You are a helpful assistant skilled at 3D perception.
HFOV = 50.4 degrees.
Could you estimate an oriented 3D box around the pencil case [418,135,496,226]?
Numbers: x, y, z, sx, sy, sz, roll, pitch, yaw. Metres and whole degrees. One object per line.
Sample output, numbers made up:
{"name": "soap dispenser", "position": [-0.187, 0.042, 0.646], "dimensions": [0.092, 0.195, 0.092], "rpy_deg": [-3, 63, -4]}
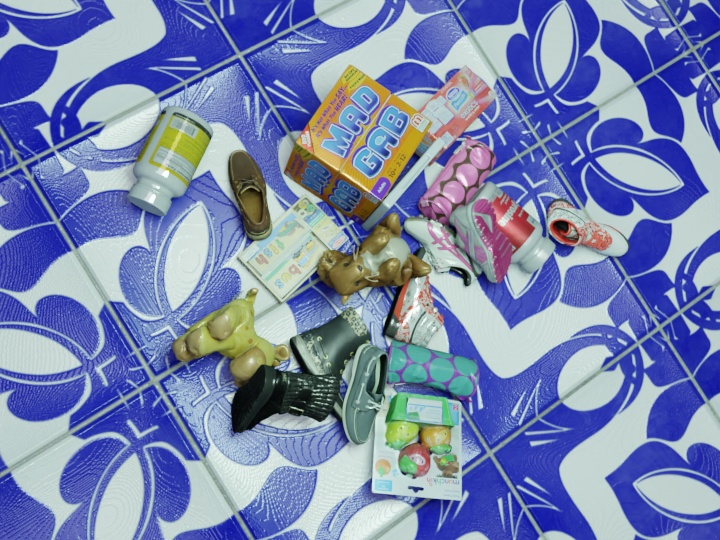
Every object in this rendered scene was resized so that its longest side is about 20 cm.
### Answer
{"name": "pencil case", "position": [0.205, -0.192, 1.652], "dimensions": [0.200, 0.091, 0.094], "rpy_deg": [-55, 129, -17]}

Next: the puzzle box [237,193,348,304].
{"name": "puzzle box", "position": [-0.138, -0.045, 1.582], "dimensions": [0.133, 0.025, 0.200], "rpy_deg": [45, 74, -2]}

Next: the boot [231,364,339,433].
{"name": "boot", "position": [-0.146, 0.256, 1.457], "dimensions": [0.157, 0.211, 0.080], "rpy_deg": [13, 53, -27]}

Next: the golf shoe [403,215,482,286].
{"name": "golf shoe", "position": [0.174, -0.044, 1.625], "dimensions": [0.200, 0.073, 0.092], "rpy_deg": [30, 77, -6]}

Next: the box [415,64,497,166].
{"name": "box", "position": [0.188, -0.335, 1.653], "dimensions": [0.103, 0.095, 0.200], "rpy_deg": [43, 64, -2]}

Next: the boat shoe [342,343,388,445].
{"name": "boat shoe", "position": [0.015, 0.246, 1.497], "dimensions": [0.073, 0.062, 0.201], "rpy_deg": [10, 87, -43]}

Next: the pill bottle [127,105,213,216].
{"name": "pill bottle", "position": [-0.381, -0.214, 1.515], "dimensions": [0.111, 0.111, 0.200], "rpy_deg": [25, 76, -7]}

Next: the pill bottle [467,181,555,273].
{"name": "pill bottle", "position": [0.315, -0.088, 1.643], "dimensions": [0.200, 0.112, 0.112], "rpy_deg": [40, 75, -3]}

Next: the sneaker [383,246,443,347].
{"name": "sneaker", "position": [0.130, 0.060, 1.601], "dimensions": [0.108, 0.067, 0.202], "rpy_deg": [23, 80, -8]}

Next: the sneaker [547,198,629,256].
{"name": "sneaker", "position": [0.494, -0.073, 1.671], "dimensions": [0.201, 0.067, 0.108], "rpy_deg": [33, 34, -2]}

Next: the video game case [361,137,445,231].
{"name": "video game case", "position": [0.084, -0.172, 1.561], "dimensions": [0.022, 0.200, 0.182], "rpy_deg": [41, 75, -2]}

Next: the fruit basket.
{"name": "fruit basket", "position": [0.117, 0.345, 1.520], "dimensions": [0.185, 0.094, 0.200], "rpy_deg": [9, 60, -10]}

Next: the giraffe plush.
{"name": "giraffe plush", "position": [-0.236, 0.148, 1.479], "dimensions": [0.162, 0.172, 0.200], "rpy_deg": [57, 40, -9]}

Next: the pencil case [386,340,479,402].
{"name": "pencil case", "position": [0.142, 0.206, 1.565], "dimensions": [0.199, 0.085, 0.093], "rpy_deg": [13, 82, -9]}

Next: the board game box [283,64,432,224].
{"name": "board game box", "position": [-0.010, -0.248, 1.555], "dimensions": [0.200, 0.200, 0.200], "rpy_deg": [34, 75, -5]}

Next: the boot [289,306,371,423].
{"name": "boot", "position": [-0.032, 0.188, 1.540], "dimensions": [0.154, 0.073, 0.204], "rpy_deg": [-31, 91, -19]}

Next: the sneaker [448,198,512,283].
{"name": "sneaker", "position": [0.247, -0.061, 1.577], "dimensions": [0.081, 0.088, 0.200], "rpy_deg": [-45, 122, -34]}

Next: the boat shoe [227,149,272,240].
{"name": "boat shoe", "position": [-0.223, -0.163, 1.553], "dimensions": [0.072, 0.068, 0.201], "rpy_deg": [-14, 72, -10]}

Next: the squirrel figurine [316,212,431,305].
{"name": "squirrel figurine", "position": [0.000, 0.000, 1.507], "dimensions": [0.187, 0.200, 0.142], "rpy_deg": [-33, 97, -39]}
